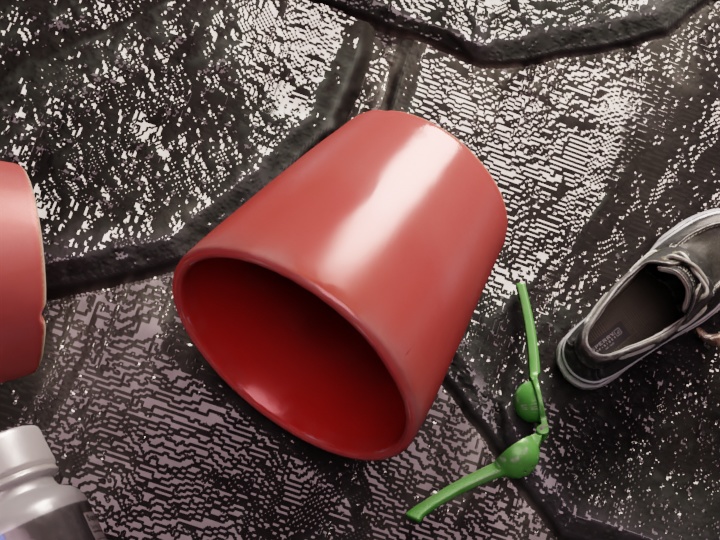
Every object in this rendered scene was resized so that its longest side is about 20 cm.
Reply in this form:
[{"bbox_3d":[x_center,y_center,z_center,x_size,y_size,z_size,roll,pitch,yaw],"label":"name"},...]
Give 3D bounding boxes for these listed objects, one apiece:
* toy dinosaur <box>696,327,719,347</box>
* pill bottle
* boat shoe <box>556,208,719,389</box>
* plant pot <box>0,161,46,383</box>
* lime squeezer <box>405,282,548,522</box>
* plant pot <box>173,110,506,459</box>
[{"bbox_3d":[0.339,0.060,1.059,0.135,0.201,0.086,-40,116,18],"label":"toy dinosaur"},{"bbox_3d":[-0.210,0.211,0.928,0.113,0.114,0.201,-25,80,-16],"label":"pill bottle"},{"bbox_3d":[0.235,0.019,1.090,0.200,0.071,0.072,-41,85,-19],"label":"boat shoe"},{"bbox_3d":[-0.305,0.006,0.938,0.175,0.200,0.203,-4,74,-22],"label":"plant pot"},{"bbox_3d":[0.109,0.109,1.066,0.070,0.038,0.201,17,69,28],"label":"lime squeezer"},{"bbox_3d":[0.000,0.000,0.989,0.200,0.201,0.178,38,60,2],"label":"plant pot"}]
